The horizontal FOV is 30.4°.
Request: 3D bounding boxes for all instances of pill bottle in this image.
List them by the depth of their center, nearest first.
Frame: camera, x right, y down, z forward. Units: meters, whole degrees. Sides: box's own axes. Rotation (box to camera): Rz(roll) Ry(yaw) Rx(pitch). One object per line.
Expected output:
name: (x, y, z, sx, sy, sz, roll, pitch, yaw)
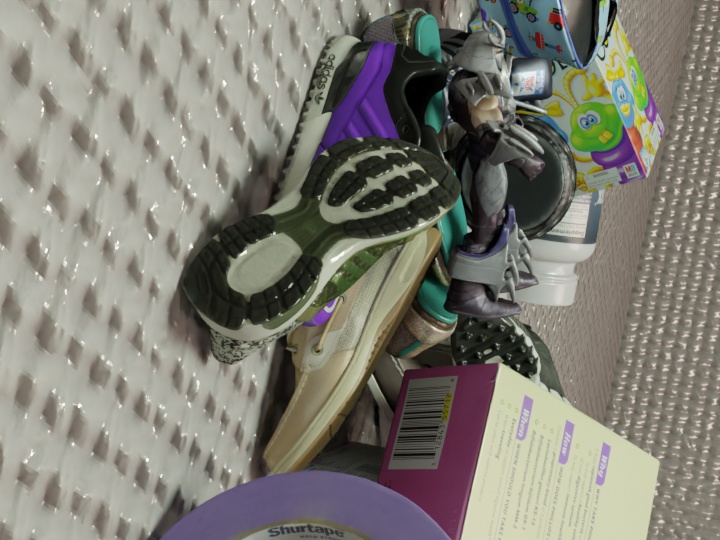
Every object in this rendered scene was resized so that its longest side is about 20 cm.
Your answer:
pill bottle: (0.133, -0.082, 1.166, 0.200, 0.111, 0.113, -38, 137, -82)
pill bottle: (0.203, -0.069, 1.444, 0.120, 0.119, 0.201, -19, 119, -70)

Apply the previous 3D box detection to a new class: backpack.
backpack: (0.128, -0.255, 1.010, 0.183, 0.134, 0.201, -59, 140, -53)

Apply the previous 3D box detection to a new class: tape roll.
tape roll: (-0.031, 0.217, 0.722, 0.085, 0.199, 0.201, 79, 27, -49)

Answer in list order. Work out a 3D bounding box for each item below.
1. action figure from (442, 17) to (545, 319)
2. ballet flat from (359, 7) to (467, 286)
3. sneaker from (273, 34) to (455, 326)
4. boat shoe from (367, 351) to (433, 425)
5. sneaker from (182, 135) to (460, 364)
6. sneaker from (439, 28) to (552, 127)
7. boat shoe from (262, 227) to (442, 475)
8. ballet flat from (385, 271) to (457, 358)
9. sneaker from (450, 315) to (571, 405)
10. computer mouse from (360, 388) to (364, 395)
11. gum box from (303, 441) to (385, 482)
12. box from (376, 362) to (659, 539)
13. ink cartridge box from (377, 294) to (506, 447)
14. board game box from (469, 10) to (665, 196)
action figure: (0.089, -0.073, 0.905, 0.130, 0.069, 0.201, -79, 167, -67)
ballet flat: (0.034, -0.086, 0.957, 0.072, 0.072, 0.202, -42, 126, -63)
sneaker: (0.008, -0.058, 0.854, 0.070, 0.099, 0.201, 47, 54, -66)
boat shoe: (0.058, 0.113, 1.037, 0.201, 0.059, 0.072, 60, 16, -12)
sneaker: (-0.024, -0.011, 0.791, 0.200, 0.077, 0.089, -32, 160, -29)
sneaker: (0.091, -0.147, 1.058, 0.200, 0.108, 0.071, -50, 146, -58)
boat shoe: (-0.018, 0.047, 0.901, 0.201, 0.065, 0.072, -60, 173, -5)
ballet flat: (0.038, -0.007, 1.026, 0.067, 0.068, 0.200, -49, -162, 33)
sneaker: (0.115, 0.072, 1.062, 0.200, 0.066, 0.091, 51, 16, -44)
computer mouse: (0.000, 0.000, 0.989, 0.059, 0.034, 0.201, 118, -17, -66)
gum box: (-0.014, 0.202, 0.988, 0.200, 0.066, 0.114, -2, 101, -73)
box: (0.109, 0.186, 0.955, 0.200, 0.096, 0.177, 31, 64, -36)
ink cartridge box: (0.075, 0.087, 1.182, 0.147, 0.082, 0.201, -61, 155, -44)
board game box: (0.203, -0.185, 1.273, 0.201, 0.103, 0.105, 60, 35, -23)
